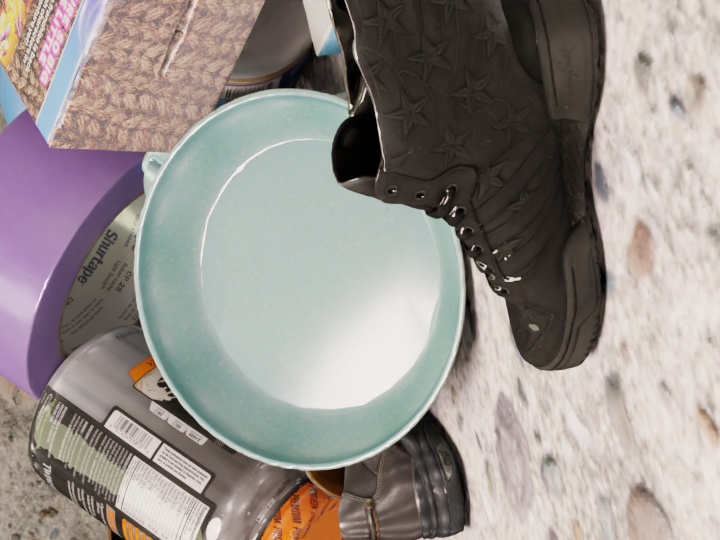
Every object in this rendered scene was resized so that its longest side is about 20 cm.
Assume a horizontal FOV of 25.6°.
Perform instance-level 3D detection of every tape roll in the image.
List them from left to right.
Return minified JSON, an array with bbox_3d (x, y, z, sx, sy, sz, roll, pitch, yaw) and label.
[{"bbox_3d":[-0.188,-0.017,1.056,0.085,0.200,0.200,31,149,16],"label":"tape roll"}]

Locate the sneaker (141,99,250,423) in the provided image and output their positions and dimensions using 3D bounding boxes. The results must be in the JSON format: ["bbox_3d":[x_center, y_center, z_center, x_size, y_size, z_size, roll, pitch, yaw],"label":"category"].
[{"bbox_3d":[-0.088,-0.011,0.957,0.201,0.130,0.080,-68,-25,-11],"label":"sneaker"}]

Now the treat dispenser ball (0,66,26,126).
[{"bbox_3d":[-0.205,-0.161,1.344,0.201,0.200,0.202,169,90,-77],"label":"treat dispenser ball"}]

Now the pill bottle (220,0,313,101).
[{"bbox_3d":[-0.090,-0.149,1.045,0.200,0.110,0.112,128,129,-73],"label":"pill bottle"}]

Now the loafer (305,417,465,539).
[{"bbox_3d":[0.000,0.105,0.956,0.200,0.072,0.073,-139,38,-72],"label":"loafer"}]

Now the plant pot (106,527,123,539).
[{"bbox_3d":[-0.063,0.230,1.172,0.187,0.186,0.201,-116,4,-49],"label":"plant pot"}]

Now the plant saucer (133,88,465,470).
[{"bbox_3d":[-0.029,0.004,0.846,0.036,0.199,0.201,-13,-88,-62],"label":"plant saucer"}]

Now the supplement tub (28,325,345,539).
[{"bbox_3d":[-0.107,0.132,1.031,0.199,0.123,0.123,31,144,22],"label":"supplement tub"}]

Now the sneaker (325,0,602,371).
[{"bbox_3d":[0.034,-0.043,0.600,0.060,0.104,0.201,-122,24,-56],"label":"sneaker"}]

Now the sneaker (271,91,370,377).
[{"bbox_3d":[0.000,0.000,0.891,0.077,0.078,0.201,15,111,41],"label":"sneaker"}]

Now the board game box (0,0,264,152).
[{"bbox_3d":[-0.145,-0.190,0.890,0.200,0.096,0.160,54,129,34],"label":"board game box"}]

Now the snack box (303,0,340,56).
[{"bbox_3d":[-0.020,-0.227,0.833,0.116,0.037,0.201,135,123,-74],"label":"snack box"}]
